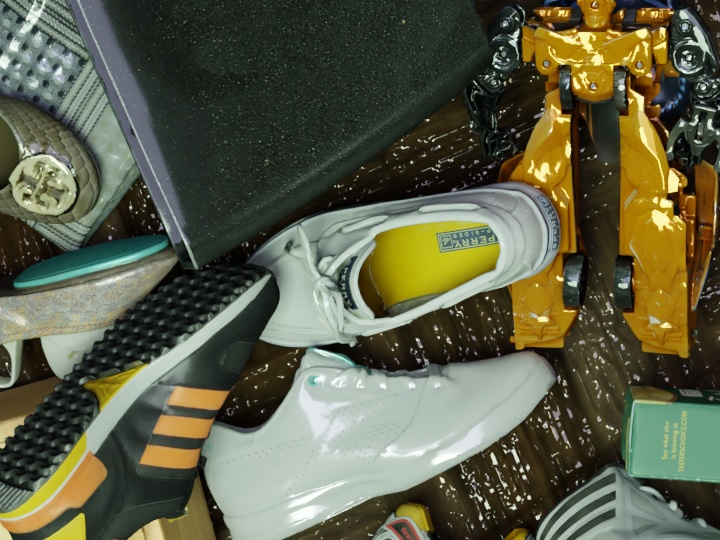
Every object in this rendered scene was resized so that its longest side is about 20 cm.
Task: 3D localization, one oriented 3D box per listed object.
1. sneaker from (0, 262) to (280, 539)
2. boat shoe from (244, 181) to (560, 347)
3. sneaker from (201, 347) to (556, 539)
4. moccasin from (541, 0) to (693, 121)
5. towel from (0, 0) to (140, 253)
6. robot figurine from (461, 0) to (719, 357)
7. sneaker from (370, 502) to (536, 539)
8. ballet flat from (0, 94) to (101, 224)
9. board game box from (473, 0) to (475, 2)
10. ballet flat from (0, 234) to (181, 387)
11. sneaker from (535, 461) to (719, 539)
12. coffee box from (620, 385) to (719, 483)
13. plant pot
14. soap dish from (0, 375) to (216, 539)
[{"bbox_3d":[-0.107,0.082,1.283,0.200,0.070,0.090,-45,120,-26],"label":"sneaker"},{"bbox_3d":[0.002,0.005,1.294,0.202,0.086,0.075,-11,96,32],"label":"boat shoe"},{"bbox_3d":[0.005,0.075,1.332,0.200,0.075,0.089,-25,93,6],"label":"sneaker"},{"bbox_3d":[0.120,-0.171,1.328,0.080,0.068,0.200,-27,88,4],"label":"moccasin"},{"bbox_3d":[-0.177,-0.136,1.346,0.192,0.035,0.200,39,109,4],"label":"towel"},{"bbox_3d":[0.127,-0.055,1.299,0.145,0.058,0.201,3,109,15],"label":"robot figurine"},{"bbox_3d":[0.093,0.186,1.326,0.200,0.078,0.082,22,89,4],"label":"sneaker"},{"bbox_3d":[-0.234,-0.083,1.339,0.200,0.046,0.067,32,112,3],"label":"ballet flat"},{"bbox_3d":[-0.001,-0.178,1.322,0.200,0.034,0.135,-44,84,22],"label":"board game box"},{"bbox_3d":[-0.185,0.028,1.355,0.199,0.068,0.067,-10,105,17],"label":"ballet flat"},{"bbox_3d":[0.187,0.145,1.320,0.200,0.115,0.076,1,131,-24],"label":"sneaker"},{"bbox_3d":[0.238,0.090,1.292,0.199,0.123,0.044,3,91,6],"label":"coffee box"},{"bbox_3d":[-0.047,-0.128,1.222,0.177,0.200,0.200,-25,92,-6],"label":"plant pot"},{"bbox_3d":[-0.185,0.145,1.347,0.199,0.081,0.158,-16,89,3],"label":"soap dish"}]
